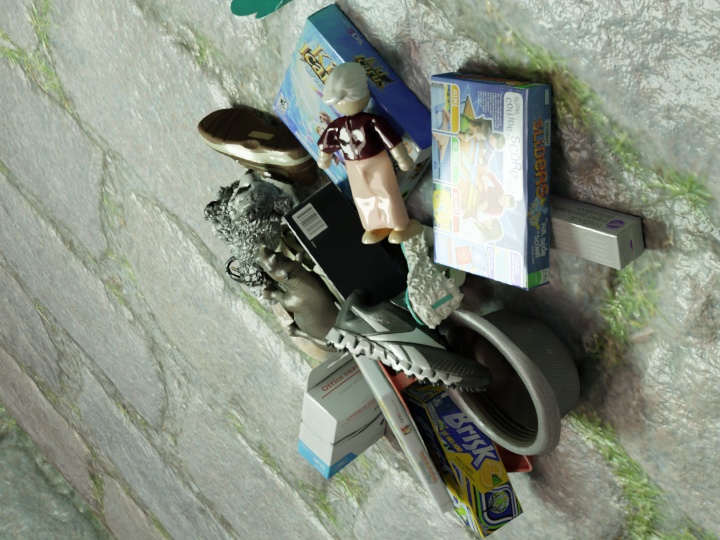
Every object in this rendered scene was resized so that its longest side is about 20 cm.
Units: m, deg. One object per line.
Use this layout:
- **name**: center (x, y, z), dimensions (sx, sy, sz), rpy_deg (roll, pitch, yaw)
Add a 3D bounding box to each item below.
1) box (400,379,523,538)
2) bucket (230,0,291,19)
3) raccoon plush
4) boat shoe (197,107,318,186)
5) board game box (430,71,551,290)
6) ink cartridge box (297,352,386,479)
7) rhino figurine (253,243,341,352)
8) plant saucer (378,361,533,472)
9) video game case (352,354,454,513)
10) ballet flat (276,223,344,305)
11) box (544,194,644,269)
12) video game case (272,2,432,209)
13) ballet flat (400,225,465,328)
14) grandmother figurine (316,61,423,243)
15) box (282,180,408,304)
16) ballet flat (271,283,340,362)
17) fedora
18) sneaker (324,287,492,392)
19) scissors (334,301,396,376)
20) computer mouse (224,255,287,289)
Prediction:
- **box**: center (0.123, 0.220, 1.525), dimensions (0.200, 0.064, 0.070), rpy_deg (65, 163, -18)
- **bucket**: center (-0.085, -0.366, 1.251), dimensions (0.207, 0.135, 0.207), rpy_deg (38, 147, 30)
- **raccoon plush**: center (-0.113, -0.039, 1.599), dimensions (0.134, 0.097, 0.200), rpy_deg (23, 148, 59)
- **boat shoe**: center (-0.132, -0.150, 1.608), dimensions (0.202, 0.075, 0.075), rpy_deg (24, 144, 43)
- **board game box**: center (0.129, -0.092, 1.254), dimensions (0.135, 0.034, 0.200), rpy_deg (19, 117, 47)
- **ink cartridge box**: center (-0.019, 0.189, 1.737), dimensions (0.067, 0.116, 0.200), rpy_deg (42, 149, 24)
- **rhino figurine**: center (-0.070, 0.029, 1.514), dimensions (0.087, 0.060, 0.200), rpy_deg (17, 151, 39)
- **plant saucer**: center (0.123, 0.164, 1.583), dimensions (0.200, 0.037, 0.200), rpy_deg (59, 152, -6)
- **video game case**: center (0.044, 0.180, 1.543), dimensions (0.182, 0.023, 0.200), rpy_deg (63, 177, -24)
- **ballet flat**: center (-0.054, -0.007, 1.636), dimensions (0.200, 0.069, 0.070), rpy_deg (36, 146, 46)
- **box**: center (0.192, -0.049, 1.258), dimensions (0.200, 0.039, 0.042), rpy_deg (20, 135, 47)
- **video game case**: center (-0.008, -0.171, 1.428), dimensions (0.200, 0.045, 0.181), rpy_deg (50, 149, 11)
- **ballet flat**: center (0.087, -0.004, 1.386), dimensions (0.200, 0.072, 0.072), rpy_deg (-90, -16, -62)
- **grandmother figurine**: center (0.004, -0.128, 1.356), dimensions (0.121, 0.061, 0.200), rpy_deg (-4, 116, 25)
- **box**: center (0.000, 0.000, 1.503), dimensions (0.200, 0.079, 0.141), rpy_deg (53, 178, 4)
- **ballet flat**: center (-0.091, 0.043, 1.750), dimensions (0.200, 0.068, 0.067), rpy_deg (47, 143, 11)
- **fedora**: center (0.169, 0.108, 1.399), dimensions (0.200, 0.090, 0.177), rpy_deg (40, 147, 32)
- **sneaker**: center (0.057, 0.070, 1.371), dimensions (0.200, 0.066, 0.091), rpy_deg (18, 92, 27)
- **scissors**: center (-0.005, 0.068, 1.503), dimensions (0.073, 0.014, 0.200), rpy_deg (56, -177, 40)
- **computer mouse**: center (-0.092, 0.026, 1.705), dimensions (0.200, 0.034, 0.059), rpy_deg (26, 112, 10)
